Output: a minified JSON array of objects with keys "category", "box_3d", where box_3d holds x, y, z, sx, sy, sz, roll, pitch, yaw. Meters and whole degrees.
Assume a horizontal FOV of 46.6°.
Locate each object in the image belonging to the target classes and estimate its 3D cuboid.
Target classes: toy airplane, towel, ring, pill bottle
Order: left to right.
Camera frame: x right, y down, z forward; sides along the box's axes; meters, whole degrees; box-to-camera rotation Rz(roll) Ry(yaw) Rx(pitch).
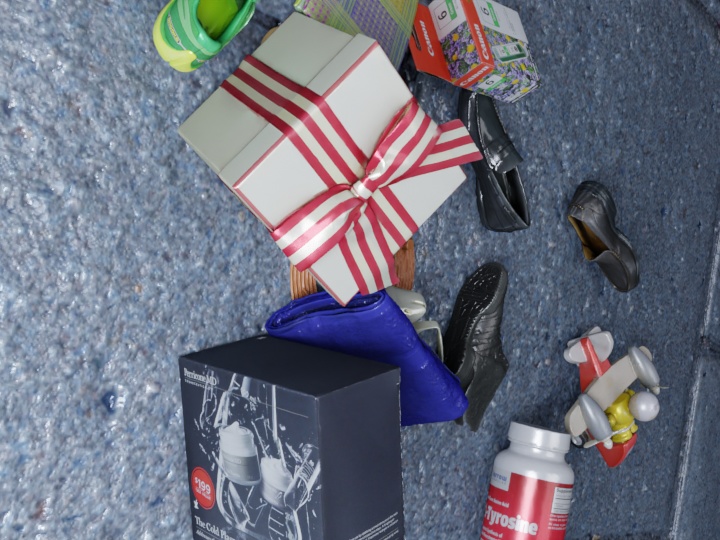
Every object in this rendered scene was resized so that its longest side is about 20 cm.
[{"category":"ring","box_3d":[0.000,0.000,0.931,0.199,0.019,0.204,-8,101,-45]},{"category":"towel","box_3d":[0.003,-0.276,0.850,0.144,0.023,0.202,43,46,-35]},{"category":"towel","box_3d":[0.012,0.091,0.870,0.201,0.146,0.050,52,39,-36]},{"category":"pill bottle","box_3d":[0.229,0.315,1.143,0.111,0.111,0.203,17,82,-46]},{"category":"toy airplane","box_3d":[0.386,0.184,1.273,0.198,0.140,0.203,35,70,-42]}]

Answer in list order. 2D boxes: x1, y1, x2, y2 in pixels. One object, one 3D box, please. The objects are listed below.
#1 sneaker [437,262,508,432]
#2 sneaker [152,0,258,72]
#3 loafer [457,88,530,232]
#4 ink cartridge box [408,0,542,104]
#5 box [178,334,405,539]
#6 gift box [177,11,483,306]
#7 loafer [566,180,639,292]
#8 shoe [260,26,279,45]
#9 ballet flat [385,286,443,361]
[{"category":"sneaker","box_3d":[0.156,0.099,1.082,0.104,0.060,0.202,37,73,-41]},{"category":"sneaker","box_3d":[-0.109,-0.263,0.738,0.074,0.083,0.203,35,69,-42]},{"category":"loafer","box_3d":[0.174,-0.144,1.061,0.068,0.070,0.203,-35,118,-39]},{"category":"ink cartridge box","box_3d":[0.130,-0.272,0.985,0.198,0.050,0.111,3,66,-47]},{"category":"box","box_3d":[-0.064,0.169,0.753,0.103,0.198,0.185,-11,102,-44]},{"category":"gift box","box_3d":[-0.019,-0.096,0.742,0.185,0.187,0.200,-49,127,0]},{"category":"loafer","box_3d":[0.368,-0.038,1.286,0.072,0.072,0.201,-44,115,-23]},{"category":"shoe","box_3d":[-0.034,-0.173,0.857,0.200,0.069,0.054,45,18,-36]},{"category":"ballet flat","box_3d":[0.049,0.067,0.919,0.201,0.072,0.068,59,11,-33]}]
